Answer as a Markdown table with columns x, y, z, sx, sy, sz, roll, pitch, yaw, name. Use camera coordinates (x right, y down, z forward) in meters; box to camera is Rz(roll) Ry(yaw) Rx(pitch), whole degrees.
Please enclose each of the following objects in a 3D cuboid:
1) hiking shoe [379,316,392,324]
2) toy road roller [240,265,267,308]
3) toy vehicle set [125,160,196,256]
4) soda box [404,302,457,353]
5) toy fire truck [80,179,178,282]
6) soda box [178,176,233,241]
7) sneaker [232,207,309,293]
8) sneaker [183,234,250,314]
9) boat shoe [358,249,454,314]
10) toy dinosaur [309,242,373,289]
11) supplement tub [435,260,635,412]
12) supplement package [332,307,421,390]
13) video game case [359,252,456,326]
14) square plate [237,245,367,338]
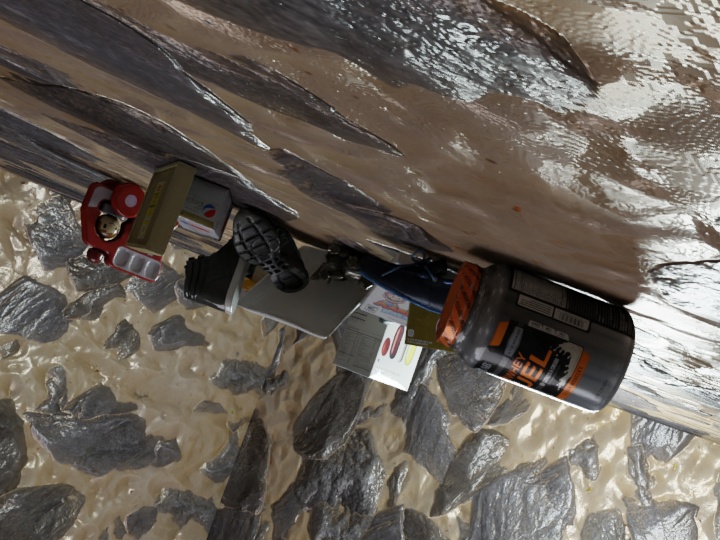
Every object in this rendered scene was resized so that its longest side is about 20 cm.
| x | y | z | sx | sy | sz | roll | pitch | yaw | name |
| --- | --- | --- | --- | --- | --- | --- | --- | --- | --- |
| 0.080 | 0.066 | 1.615 | 0.086 | 0.075 | 0.200 | 8 | -177 | 1 | hiking shoe |
| -0.297 | 0.058 | 2.692 | 0.122 | 0.147 | 0.200 | 20 | 175 | 4 | toy road roller |
| -0.283 | -0.086 | 1.261 | 0.026 | 0.125 | 0.200 | 22 | 175 | -21 | toy vehicle set |
| 0.163 | 0.076 | 1.220 | 0.198 | 0.068 | 0.064 | 9 | -166 | 8 | soda box |
| -0.462 | -0.081 | 1.775 | 0.199 | 0.169 | 0.112 | 25 | 173 | -40 | toy fire truck |
| -0.237 | -0.092 | 1.363 | 0.068 | 0.064 | 0.200 | 21 | 174 | -5 | soda box |
| -0.151 | -0.042 | 1.457 | 0.075 | 0.080 | 0.200 | -22 | 139 | 10 | sneaker |
| -0.232 | -0.021 | 1.473 | 0.098 | 0.201 | 0.071 | 12 | 138 | 1 | sneaker |
| 0.098 | 0.016 | 1.161 | 0.198 | 0.069 | 0.084 | 21 | -177 | 4 | boat shoe |
| 0.000 | 0.000 | 1.438 | 0.198 | 0.078 | 0.102 | 12 | -175 | 27 | toy dinosaur |
| 0.192 | 0.069 | 1.001 | 0.198 | 0.124 | 0.123 | 20 | 175 | 0 | supplement tub |
| 0.061 | 0.206 | 2.516 | 0.146 | 0.202 | 0.191 | 15 | 173 | 41 | supplement package |
| 0.115 | 0.052 | 1.320 | 0.198 | 0.024 | 0.182 | 22 | 153 | -8 | video game case |
| -0.078 | 0.038 | 1.532 | 0.199 | 0.198 | 0.029 | 18 | 131 | 31 | square plate |
